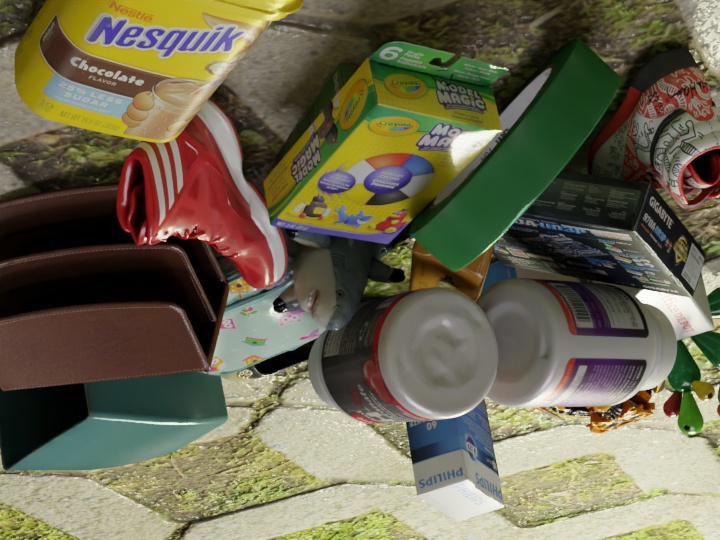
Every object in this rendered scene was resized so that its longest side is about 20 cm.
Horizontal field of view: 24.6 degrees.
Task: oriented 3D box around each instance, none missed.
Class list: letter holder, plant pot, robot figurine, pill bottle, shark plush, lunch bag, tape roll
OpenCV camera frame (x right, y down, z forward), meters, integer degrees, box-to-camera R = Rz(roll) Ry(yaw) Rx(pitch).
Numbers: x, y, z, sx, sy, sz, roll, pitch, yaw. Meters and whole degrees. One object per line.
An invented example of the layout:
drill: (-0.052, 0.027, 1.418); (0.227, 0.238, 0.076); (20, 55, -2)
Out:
letter holder: (-0.233, 0.011, 1.409); (0.198, 0.101, 0.143); (-7, 133, 16)
plant pot: (-0.237, 0.112, 1.620); (0.141, 0.143, 0.199); (-31, 151, 36)
robot figurine: (0.259, 0.133, 1.863); (0.144, 0.059, 0.199); (-25, 147, 29)
pill bottle: (0.195, 0.066, 1.487); (0.199, 0.112, 0.111); (4, 151, -45)
pill bottle: (0.029, 0.079, 1.457); (0.110, 0.112, 0.200); (6, 171, -24)
shark plush: (0.000, 0.000, 1.462); (0.200, 0.083, 0.092); (-20, 132, -58)
lunch bag: (-0.116, 0.024, 1.544); (0.199, 0.078, 0.160); (-23, 149, 23)
tape roll: (0.119, -0.090, 1.292); (0.048, 0.201, 0.200); (39, 138, -5)

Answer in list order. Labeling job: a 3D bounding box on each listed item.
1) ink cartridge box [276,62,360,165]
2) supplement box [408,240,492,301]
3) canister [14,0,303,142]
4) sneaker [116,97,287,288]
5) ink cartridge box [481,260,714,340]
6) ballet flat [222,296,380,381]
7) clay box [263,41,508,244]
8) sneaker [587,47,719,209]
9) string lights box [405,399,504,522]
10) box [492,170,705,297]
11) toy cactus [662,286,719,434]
ink cartridge box: (0.014, -0.114, 1.350); (0.103, 0.060, 0.200); (6, 148, -23)
supplement box: (0.083, -0.009, 1.480); (0.066, 0.069, 0.200); (20, 169, 5)
canister: (-0.145, -0.179, 1.164); (0.147, 0.087, 0.200); (10, 148, -29)
sneaker: (-0.138, -0.040, 1.343); (0.115, 0.078, 0.201); (-42, 130, -23)
ink cartridge box: (0.233, 0.029, 1.642); (0.199, 0.084, 0.145); (-20, 149, 19)
ballet flat: (-0.057, 0.078, 1.680); (0.198, 0.057, 0.066); (-18, 149, 17)
clay box: (0.021, -0.095, 1.274); (0.114, 0.048, 0.200); (8, 147, -30)
sneaker: (0.254, -0.087, 1.406); (0.067, 0.109, 0.202); (-13, 153, -17)
string lights box: (0.088, 0.142, 1.685); (0.059, 0.202, 0.103); (-19, 149, 19)
box: (0.185, -0.038, 1.454); (0.199, 0.046, 0.159); (11, 164, 34)
toy cactus: (0.356, 0.070, 1.714); (0.164, 0.201, 0.102); (31, 172, 11)
